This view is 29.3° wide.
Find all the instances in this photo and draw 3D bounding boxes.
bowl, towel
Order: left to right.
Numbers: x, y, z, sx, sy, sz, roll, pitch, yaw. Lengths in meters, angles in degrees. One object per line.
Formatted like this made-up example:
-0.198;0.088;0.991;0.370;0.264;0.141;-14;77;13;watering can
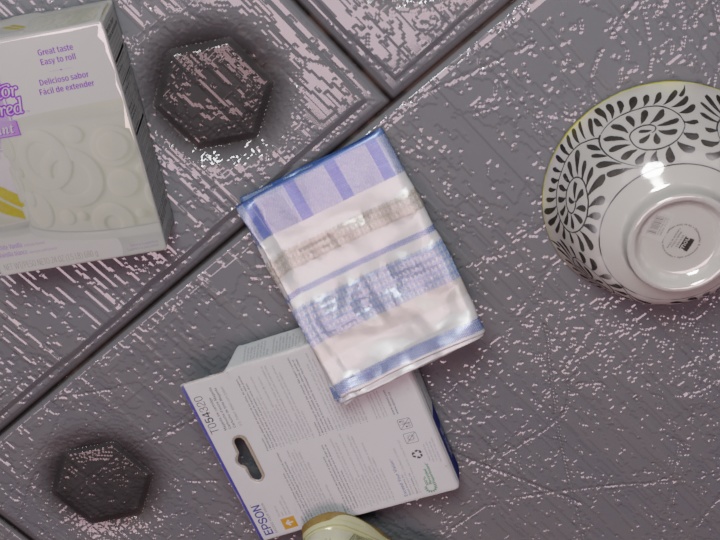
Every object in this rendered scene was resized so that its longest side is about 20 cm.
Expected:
0.000;0.000;1.152;0.147;0.024;0.200;-25;100;11;towel
0.253;-0.044;1.119;0.200;0.094;0.201;0;119;-1;bowl

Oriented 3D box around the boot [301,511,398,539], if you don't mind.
0.029;0.324;1.274;0.200;0.155;0.072;31;126;-33;boot

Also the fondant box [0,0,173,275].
-0.245;-0.103;1.105;0.144;0.058;0.200;-9;118;5;fondant box

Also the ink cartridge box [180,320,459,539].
-0.033;0.140;1.252;0.200;0.043;0.197;-16;119;11;ink cartridge box
